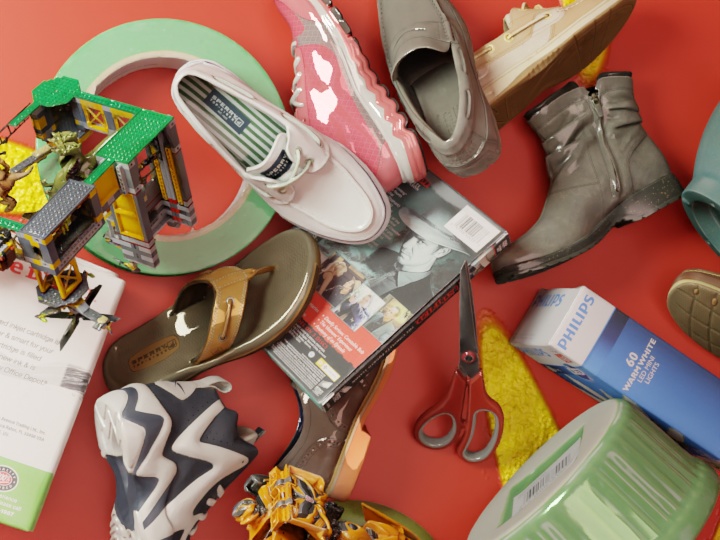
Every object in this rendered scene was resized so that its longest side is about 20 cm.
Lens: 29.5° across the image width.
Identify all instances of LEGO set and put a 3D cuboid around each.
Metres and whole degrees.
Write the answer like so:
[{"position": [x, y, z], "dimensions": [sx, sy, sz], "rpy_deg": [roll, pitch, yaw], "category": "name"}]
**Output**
[{"position": [-0.210, -0.036, 0.981], "dimensions": [0.153, 0.116, 0.200], "rpy_deg": [10, 45, 18], "category": "LEGO set"}]

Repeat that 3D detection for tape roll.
[{"position": [-0.156, -0.096, 1.085], "dimensions": [0.199, 0.048, 0.202], "rpy_deg": [0, 88, -13], "category": "tape roll"}]

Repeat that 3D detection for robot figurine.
[{"position": [-0.006, 0.217, 1.034], "dimensions": [0.199, 0.145, 0.058], "rpy_deg": [32, 108, -18], "category": "robot figurine"}]

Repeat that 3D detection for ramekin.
[{"position": [0.175, 0.194, 1.076], "dimensions": [0.098, 0.200, 0.200], "rpy_deg": [45, 80, 0], "category": "ramekin"}]

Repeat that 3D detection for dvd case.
[{"position": [0.000, 0.000, 1.085], "dimensions": [0.200, 0.022, 0.146], "rpy_deg": [-43, 56, -10], "category": "dvd case"}]

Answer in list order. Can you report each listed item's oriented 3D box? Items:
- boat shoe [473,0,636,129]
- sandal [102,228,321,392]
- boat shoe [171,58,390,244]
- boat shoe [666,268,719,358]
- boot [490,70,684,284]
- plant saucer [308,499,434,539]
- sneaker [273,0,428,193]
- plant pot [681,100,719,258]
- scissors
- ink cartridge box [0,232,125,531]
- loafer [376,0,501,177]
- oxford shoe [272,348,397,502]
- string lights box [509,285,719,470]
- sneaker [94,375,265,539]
[{"position": [0.141, -0.188, 1.142], "dimensions": [0.200, 0.074, 0.069], "rpy_deg": [-36, 68, -13], "category": "boat shoe"}, {"position": [-0.118, 0.033, 1.057], "dimensions": [0.199, 0.054, 0.081], "rpy_deg": [-30, 55, 3], "category": "sandal"}, {"position": [-0.065, -0.083, 1.039], "dimensions": [0.199, 0.067, 0.074], "rpy_deg": [34, 102, -4], "category": "boat shoe"}, {"position": [0.360, 0.047, 1.190], "dimensions": [0.199, 0.072, 0.068], "rpy_deg": [23, 50, -3], "category": "boat shoe"}, {"position": [0.169, -0.080, 1.154], "dimensions": [0.199, 0.068, 0.131], "rpy_deg": [-28, 89, -19], "category": "boot"}, {"position": [-0.009, 0.289, 1.112], "dimensions": [0.199, 0.031, 0.202], "rpy_deg": [0, 88, -12], "category": "plant saucer"}, {"position": [-0.029, -0.143, 1.093], "dimensions": [0.087, 0.074, 0.201], "rpy_deg": [-32, 82, -1], "category": "sneaker"}, {"position": [0.352, -0.065, 1.125], "dimensions": [0.134, 0.200, 0.200], "rpy_deg": [-42, 97, -4], "category": "plant pot"}, {"position": [0.093, 0.077, 1.093], "dimensions": [0.073, 0.014, 0.201], "rpy_deg": [12, 124, -1], "category": "scissors"}, {"position": [-0.280, 0.075, 1.032], "dimensions": [0.145, 0.084, 0.201], "rpy_deg": [21, 83, -11], "category": "ink cartridge box"}, {"position": [0.055, -0.167, 1.087], "dimensions": [0.070, 0.070, 0.201], "rpy_deg": [-33, 60, 18], "category": "loafer"}, {"position": [-0.015, 0.080, 1.099], "dimensions": [0.072, 0.071, 0.201], "rpy_deg": [17, 84, -6], "category": "oxford shoe"}, {"position": [0.232, 0.090, 1.135], "dimensions": [0.199, 0.103, 0.059], "rpy_deg": [33, 82, -9], "category": "string lights box"}, {"position": [-0.127, 0.171, 1.064], "dimensions": [0.129, 0.079, 0.201], "rpy_deg": [-16, 107, -29], "category": "sneaker"}]
